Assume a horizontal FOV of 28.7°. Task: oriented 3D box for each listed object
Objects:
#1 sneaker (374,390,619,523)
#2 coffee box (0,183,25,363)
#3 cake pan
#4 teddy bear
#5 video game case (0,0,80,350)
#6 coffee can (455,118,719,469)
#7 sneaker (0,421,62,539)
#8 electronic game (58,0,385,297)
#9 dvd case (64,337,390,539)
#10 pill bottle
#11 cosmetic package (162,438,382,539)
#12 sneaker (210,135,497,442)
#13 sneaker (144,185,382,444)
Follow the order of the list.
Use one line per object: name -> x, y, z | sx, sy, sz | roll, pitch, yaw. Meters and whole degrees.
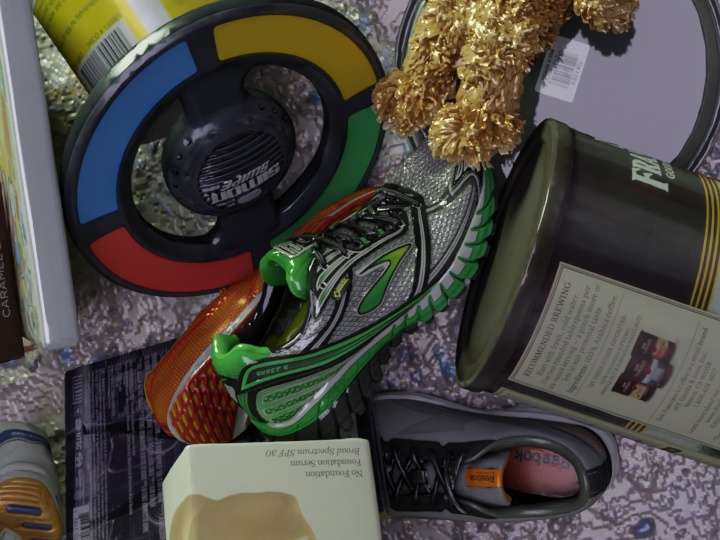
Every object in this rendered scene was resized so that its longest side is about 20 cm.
sneaker -> 0.051, 0.112, 0.824 | 0.198, 0.079, 0.075 | -3, 96, 12
coffee box -> -0.299, 0.008, 0.841 | 0.199, 0.079, 0.116 | -6, 94, 39
cake pan -> 0.114, -0.116, 0.814 | 0.198, 0.037, 0.203 | 1, 95, 10
teddy bear -> 0.078, -0.149, 0.746 | 0.200, 0.067, 0.145 | -47, 42, 13
video game case -> -0.198, -0.059, 0.812 | 0.023, 0.182, 0.202 | -9, 93, -18
coffee can -> 0.166, 0.022, 0.740 | 0.198, 0.146, 0.148 | 19, 98, -5
sneaker -> -0.234, 0.184, 0.895 | 0.075, 0.088, 0.201 | 19, 121, -23
electronic game -> -0.072, -0.064, 0.785 | 0.200, 0.200, 0.042 | -46, 52, 11
dvd case -> -0.085, 0.102, 0.840 | 0.198, 0.016, 0.150 | -17, 56, 12
pill bottle -> -0.146, -0.185, 0.819 | 0.114, 0.114, 0.201 | -35, 88, 11
cosmetic package -> -0.039, 0.191, 0.706 | 0.104, 0.071, 0.202 | -1, 66, -20
sneaker -> 0.000, 0.000, 0.760 | 0.201, 0.078, 0.085 | -53, 124, -13
sneaker -> -0.050, 0.015, 0.825 | 0.200, 0.077, 0.073 | -40, 121, -14
